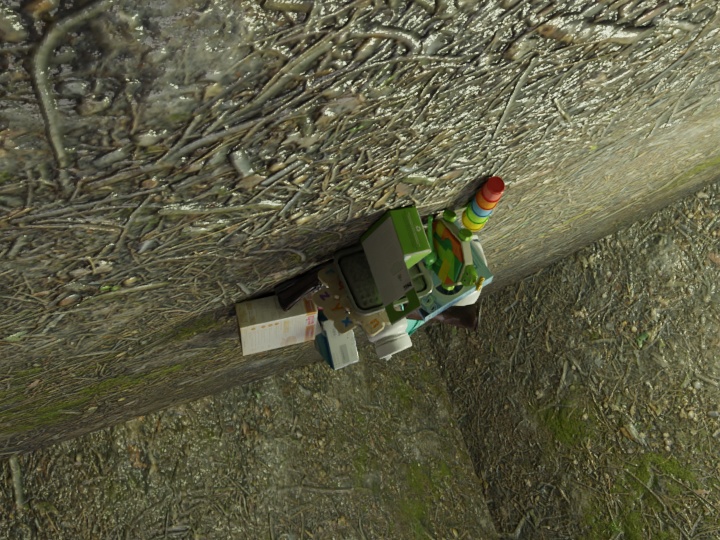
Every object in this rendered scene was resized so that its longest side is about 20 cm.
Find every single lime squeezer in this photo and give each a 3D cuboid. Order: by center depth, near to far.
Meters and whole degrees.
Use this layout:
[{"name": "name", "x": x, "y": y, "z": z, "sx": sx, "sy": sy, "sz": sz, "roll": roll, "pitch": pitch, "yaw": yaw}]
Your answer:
[{"name": "lime squeezer", "x": 0.136, "y": -0.027, "z": 1.487, "sx": 0.038, "sy": 0.070, "sz": 0.202, "roll": -48, "pitch": 170, "yaw": -52}]

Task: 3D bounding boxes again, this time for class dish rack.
[{"name": "dish rack", "x": 0.048, "y": 0.014, "z": 1.445, "sx": 0.195, "sy": 0.175, "sz": 0.044, "roll": -16, "pitch": 151, "yaw": -18}]

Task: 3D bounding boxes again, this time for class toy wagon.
[{"name": "toy wagon", "x": 0.210, "y": -0.031, "z": 1.457, "sx": 0.039, "sy": 0.202, "sz": 0.158, "roll": -10, "pitch": 135, "yaw": -27}]

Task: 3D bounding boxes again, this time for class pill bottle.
[{"name": "pill bottle", "x": 0.055, "y": 0.114, "z": 1.648, "sx": 0.110, "sy": 0.205, "sz": 0.113, "roll": -20, "pitch": 171, "yaw": -3}]

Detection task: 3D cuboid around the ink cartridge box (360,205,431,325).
[{"name": "ink cartridge box", "x": 0.087, "y": -0.008, "z": 1.340, "sx": 0.074, "sy": 0.206, "sz": 0.148, "roll": -13, "pitch": 168, "yaw": -29}]

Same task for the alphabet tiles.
[{"name": "alphabet tiles", "x": -0.005, "y": 0.054, "z": 1.447, "sx": 0.193, "sy": 0.200, "sz": 0.015, "roll": -33, "pitch": 156, "yaw": -26}]

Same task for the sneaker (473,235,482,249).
[{"name": "sneaker", "x": 0.272, "y": -0.042, "z": 1.844, "sx": 0.195, "sy": 0.083, "sz": 0.076, "roll": -15, "pitch": 169, "yaw": -23}]

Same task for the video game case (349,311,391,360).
[{"name": "video game case", "x": 0.009, "y": 0.155, "z": 1.854, "sx": 0.022, "sy": 0.184, "sz": 0.200, "roll": -36, "pitch": -163, "yaw": -4}]

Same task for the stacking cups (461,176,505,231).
[{"name": "stacking cups", "x": 0.269, "y": -0.152, "z": 1.413, "sx": 0.059, "sy": 0.062, "sz": 0.201, "roll": -18, "pitch": 163, "yaw": -8}]

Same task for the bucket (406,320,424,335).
[{"name": "bucket", "x": 0.099, "y": 0.104, "z": 1.912, "sx": 0.132, "sy": 0.212, "sz": 0.207, "roll": -24, "pitch": 171, "yaw": -20}]

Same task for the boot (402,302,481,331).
[{"name": "boot", "x": 0.199, "y": 0.104, "z": 1.610, "sx": 0.193, "sy": 0.066, "sz": 0.187, "roll": 12, "pitch": 164, "yaw": 2}]

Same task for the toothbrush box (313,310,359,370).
[{"name": "toothbrush box", "x": -0.083, "y": 0.173, "z": 1.832, "sx": 0.083, "sy": 0.151, "sz": 0.200, "roll": -16, "pitch": -163, "yaw": -15}]

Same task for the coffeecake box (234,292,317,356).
[{"name": "coffeecake box", "x": -0.212, "y": 0.131, "z": 1.626, "sx": 0.194, "sy": 0.075, "sz": 0.155, "roll": -11, "pitch": 150, "yaw": -15}]

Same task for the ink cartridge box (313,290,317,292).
[{"name": "ink cartridge box", "x": 0.000, "y": 0.000, "z": 1.640, "sx": 0.193, "sy": 0.044, "sz": 0.198, "roll": -28, "pitch": 166, "yaw": 28}]

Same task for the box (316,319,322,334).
[{"name": "box", "x": -0.161, "y": 0.145, "z": 1.818, "sx": 0.038, "sy": 0.043, "sz": 0.199, "roll": -25, "pitch": -164, "yaw": -18}]

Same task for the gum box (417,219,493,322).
[{"name": "gum box", "x": 0.197, "y": 0.000, "z": 1.570, "sx": 0.196, "sy": 0.172, "sz": 0.045, "roll": -30, "pitch": 160, "yaw": -7}]

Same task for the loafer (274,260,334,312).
[{"name": "loafer", "x": -0.112, "y": 0.036, "z": 1.540, "sx": 0.195, "sy": 0.065, "sz": 0.072, "roll": -24, "pitch": 167, "yaw": 14}]

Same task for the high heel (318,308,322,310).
[{"name": "high heel", "x": -0.089, "y": 0.074, "z": 1.720, "sx": 0.193, "sy": 0.070, "sz": 0.096, "roll": -2, "pitch": 179, "yaw": -1}]

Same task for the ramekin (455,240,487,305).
[{"name": "ramekin", "x": 0.242, "y": 0.002, "z": 1.705, "sx": 0.195, "sy": 0.205, "sz": 0.098, "roll": -17, "pitch": 162, "yaw": -15}]
